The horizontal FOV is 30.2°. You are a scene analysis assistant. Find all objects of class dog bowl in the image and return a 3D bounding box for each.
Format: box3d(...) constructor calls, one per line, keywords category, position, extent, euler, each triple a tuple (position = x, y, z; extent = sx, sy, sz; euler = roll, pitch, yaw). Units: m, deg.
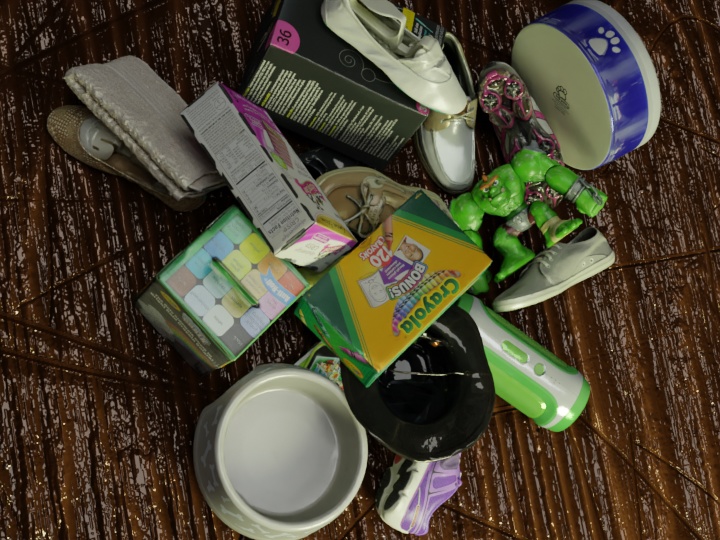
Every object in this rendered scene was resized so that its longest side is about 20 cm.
box3d(category="dog bowl", position=(0.277, -0.229, 1.656), extent=(0.079, 0.200, 0.201), euler=(-28, 90, -20))
box3d(category="dog bowl", position=(-0.082, 0.198, 1.473), extent=(0.199, 0.059, 0.201), euler=(4, 79, -20))

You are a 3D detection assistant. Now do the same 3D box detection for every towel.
box3d(category="towel", position=(-0.228, -0.163, 1.488), extent=(0.200, 0.035, 0.132), euler=(45, 25, 6))

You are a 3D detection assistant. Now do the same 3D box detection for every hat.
box3d(category="hat", position=(0.055, 0.127, 1.526), extent=(0.199, 0.081, 0.202), euler=(7, 66, -16))

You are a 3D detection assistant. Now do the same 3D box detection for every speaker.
box3d(category="speaker", position=(0.178, 0.111, 1.610), extent=(0.200, 0.088, 0.089), euler=(35, 69, -11))

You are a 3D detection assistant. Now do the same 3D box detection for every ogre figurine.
box3d(category="ogre figurine", position=(0.186, -0.069, 1.628), extent=(0.120, 0.200, 0.098), euler=(55, 33, 6))

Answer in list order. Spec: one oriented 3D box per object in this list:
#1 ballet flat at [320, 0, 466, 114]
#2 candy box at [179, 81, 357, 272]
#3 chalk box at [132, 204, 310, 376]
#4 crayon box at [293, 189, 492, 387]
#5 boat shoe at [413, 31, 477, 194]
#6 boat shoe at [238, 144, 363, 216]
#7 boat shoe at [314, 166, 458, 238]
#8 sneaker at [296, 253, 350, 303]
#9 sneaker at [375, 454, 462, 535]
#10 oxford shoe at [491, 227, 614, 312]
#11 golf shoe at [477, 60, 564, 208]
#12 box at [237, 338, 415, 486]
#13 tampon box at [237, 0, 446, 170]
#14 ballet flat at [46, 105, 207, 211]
box3d(category="ballet flat", position=(0.045, -0.250, 1.485), extent=(0.200, 0.069, 0.070), euler=(37, 69, -4))
box3d(category="candy box", position=(-0.098, -0.100, 1.457), extent=(0.061, 0.136, 0.200), euler=(-38, 73, 11))
box3d(category="chalk box", position=(-0.148, 0.021, 1.445), extent=(0.125, 0.200, 0.124), euler=(48, 68, -5))
box3d(category="crayon box", position=(0.037, 0.019, 1.486), extent=(0.119, 0.058, 0.200), euler=(45, 65, 6))
box3d(category="boat shoe", position=(0.107, -0.197, 1.657), extent=(0.074, 0.068, 0.201), euler=(-9, 83, -22))
box3d(category="boat shoe", position=(-0.065, -0.100, 1.574), extent=(0.199, 0.066, 0.075), euler=(-32, 90, -23))
box3d(category="boat shoe", position=(0.031, -0.073, 1.576), extent=(0.199, 0.063, 0.074), euler=(6, 115, -33))
box3d(category="sneaker", position=(0.000, 0.000, 1.561), extent=(0.199, 0.075, 0.077), euler=(-4, 121, -30))
box3d(category="sneaker", position=(0.092, 0.218, 1.575), extent=(0.083, 0.081, 0.201), euler=(36, 78, -24))
box3d(category="oxford shoe", position=(0.235, 0.000, 1.660), extent=(0.199, 0.075, 0.058), euler=(-27, 100, -30))
box3d(category="golf shoe", position=(0.208, -0.173, 1.685), extent=(0.072, 0.092, 0.201), euler=(-20, 110, 13))
box3d(category="box", position=(-0.039, 0.144, 1.550), extent=(0.200, 0.035, 0.110), euler=(-41, 95, -23))
box3d(category="tampon box", position=(-0.023, -0.241, 1.567), extent=(0.199, 0.126, 0.151), euler=(23, 54, -14))
box3d(category="ballet flat", position=(-0.258, -0.135, 1.510), extent=(0.199, 0.065, 0.071), euler=(26, 72, -13))
